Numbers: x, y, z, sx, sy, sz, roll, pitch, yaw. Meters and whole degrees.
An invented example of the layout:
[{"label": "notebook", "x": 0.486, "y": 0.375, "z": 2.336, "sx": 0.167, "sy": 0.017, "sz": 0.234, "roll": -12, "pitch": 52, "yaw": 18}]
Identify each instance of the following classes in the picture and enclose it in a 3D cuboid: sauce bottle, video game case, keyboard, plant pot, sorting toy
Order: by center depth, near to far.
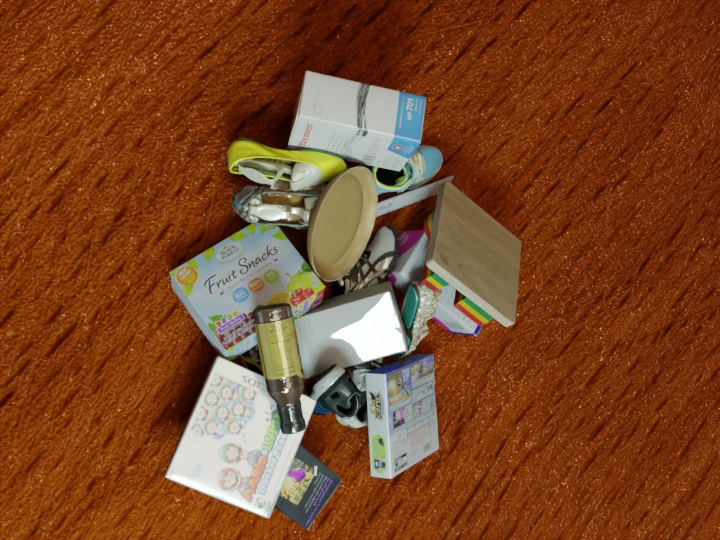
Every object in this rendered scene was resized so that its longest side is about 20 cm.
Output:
[{"label": "sauce bottle", "x": -0.123, "y": 0.154, "z": 1.338, "sx": 0.064, "sy": 0.065, "sz": 0.202, "roll": -12, "pitch": 98, "yaw": -25}, {"label": "video game case", "x": -0.186, "y": 0.263, "z": 1.351, "sx": 0.181, "sy": 0.024, "sz": 0.202, "roll": 26, "pitch": 77, "yaw": -16}, {"label": "plant pot", "x": -0.034, "y": -0.081, "z": 1.442, "sx": 0.200, "sy": 0.027, "sz": 0.202, "roll": -43, "pitch": 144, "yaw": -43}, {"label": "sorting toy", "x": 0.186, "y": -0.020, "z": 1.505, "sx": 0.199, "sy": 0.069, "sz": 0.200, "roll": 36, "pitch": 44, "yaw": -23}, {"label": "video game case", "x": 0.078, "y": 0.256, "z": 1.542, "sx": 0.199, "sy": 0.045, "sz": 0.183, "roll": -9, "pitch": 97, "yaw": -60}, {"label": "keyboard", "x": 0.085, "y": -0.133, "z": 1.587, "sx": 0.199, "sy": 0.056, "sz": 0.011, "roll": -22, "pitch": 77, "yaw": -24}]

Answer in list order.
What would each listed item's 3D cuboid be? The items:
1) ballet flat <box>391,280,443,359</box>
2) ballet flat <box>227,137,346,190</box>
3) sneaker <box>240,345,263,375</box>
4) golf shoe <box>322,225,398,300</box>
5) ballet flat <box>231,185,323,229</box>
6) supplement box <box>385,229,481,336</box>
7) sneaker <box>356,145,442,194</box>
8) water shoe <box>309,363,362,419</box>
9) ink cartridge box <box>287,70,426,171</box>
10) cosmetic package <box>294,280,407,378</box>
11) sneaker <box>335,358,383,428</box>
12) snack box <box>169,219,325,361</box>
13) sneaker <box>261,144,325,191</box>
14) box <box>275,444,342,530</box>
[{"label": "ballet flat", "x": 0.100, "y": 0.092, "z": 1.533, "sx": 0.063, "sy": 0.201, "sz": 0.076, "roll": -8, "pitch": 55, "yaw": -24}, {"label": "ballet flat", "x": -0.124, "y": -0.166, "z": 1.407, "sx": 0.198, "sy": 0.067, "sz": 0.068, "roll": 11, "pitch": 52, "yaw": -2}, {"label": "sneaker", "x": -0.139, "y": 0.182, "z": 1.470, "sx": 0.071, "sy": 0.083, "sz": 0.201, "roll": -34, "pitch": 105, "yaw": -21}, {"label": "golf shoe", "x": 0.000, "y": 0.000, "z": 1.537, "sx": 0.094, "sy": 0.078, "sz": 0.202, "roll": 28, "pitch": 78, "yaw": -23}, {"label": "ballet flat", "x": -0.112, "y": -0.099, "z": 1.420, "sx": 0.198, "sy": 0.072, "sz": 0.073, "roll": 3, "pitch": 90, "yaw": -21}, {"label": "supplement box", "x": 0.145, "y": 0.023, "z": 1.593, "sx": 0.199, "sy": 0.101, "sz": 0.104, "roll": 38, "pitch": 75, "yaw": -22}, {"label": "sneaker", "x": 0.088, "y": -0.182, "z": 1.545, "sx": 0.199, "sy": 0.130, "sz": 0.080, "roll": -23, "pitch": 98, "yaw": -23}, {"label": "water shoe", "x": -0.043, "y": 0.225, "z": 1.455, "sx": 0.071, "sy": 0.200, "sz": 0.079, "roll": -41, "pitch": 76, "yaw": -17}, {"label": "ink cartridge box", "x": -0.009, "y": -0.238, "z": 1.387, "sx": 0.198, "sy": 0.146, "sz": 0.087, "roll": 12, "pitch": 76, "yaw": -9}, {"label": "cosmetic package", "x": -0.026, "y": 0.103, "z": 1.476, "sx": 0.198, "sy": 0.081, "sz": 0.114, "roll": -15, "pitch": 102, "yaw": 4}, {"label": "sneaker", "x": 0.014, "y": 0.186, "z": 1.543, "sx": 0.073, "sy": 0.088, "sz": 0.202, "roll": 12, "pitch": 85, "yaw": -23}, {"label": "snack box", "x": -0.187, "y": 0.028, "z": 1.415, "sx": 0.199, "sy": 0.068, "sz": 0.169, "roll": -31, "pitch": 72, "yaw": -22}, {"label": "sneaker", "x": -0.087, "y": -0.178, "z": 1.493, "sx": 0.104, "sy": 0.075, "sz": 0.201, "roll": 35, "pitch": 82, "yaw": -20}, {"label": "box", "x": -0.150, "y": 0.327, "z": 1.446, "sx": 0.200, "sy": 0.122, "sz": 0.106, "roll": 44, "pitch": 72, "yaw": -19}]
